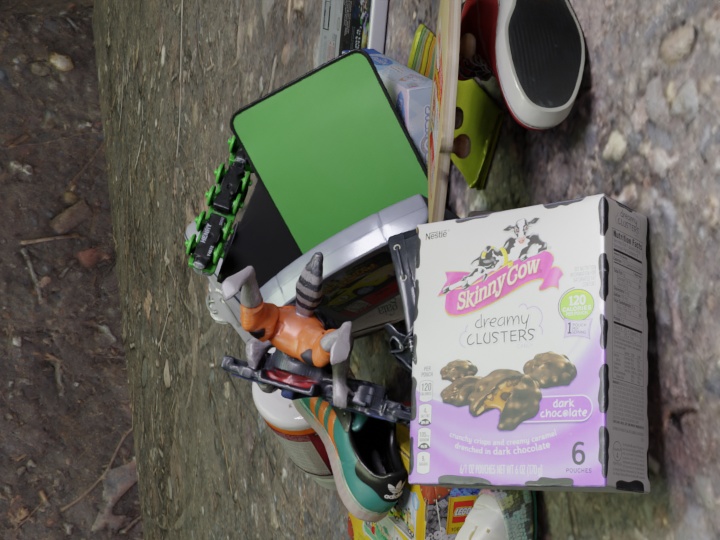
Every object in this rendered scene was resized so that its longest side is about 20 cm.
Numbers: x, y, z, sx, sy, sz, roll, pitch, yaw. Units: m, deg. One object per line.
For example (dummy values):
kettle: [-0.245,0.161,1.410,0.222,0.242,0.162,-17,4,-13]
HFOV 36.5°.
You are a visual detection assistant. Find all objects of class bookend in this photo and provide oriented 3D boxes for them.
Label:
bookend: [-0.072,-0.088,1.199,0.199,0.091,0.202,-93,26,-71]

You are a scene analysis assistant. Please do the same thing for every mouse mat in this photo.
mouse mat: [-0.020,-0.097,1.075,0.202,0.160,0.008,62,-162,-14]

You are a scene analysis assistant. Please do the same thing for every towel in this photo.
towel: [0.086,-0.166,1.087,0.201,0.018,0.087,-119,33,-50]

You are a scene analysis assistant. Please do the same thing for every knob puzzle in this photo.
knob puzzle: [0.078,-0.155,0.897,0.220,0.030,0.223,4,-90,-89]

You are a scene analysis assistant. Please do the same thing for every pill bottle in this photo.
pill bottle: [-0.043,0.167,1.225,0.201,0.108,0.110,67,-175,-54]

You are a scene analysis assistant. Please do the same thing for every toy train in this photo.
toy train: [-0.137,-0.081,1.143,0.057,0.041,0.202,109,179,-62]

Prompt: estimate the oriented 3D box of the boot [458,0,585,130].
boot: [0.122,-0.175,0.927,0.145,0.071,0.202,120,151,-54]

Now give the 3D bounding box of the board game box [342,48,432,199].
board game box: [0.032,-0.118,1.166,0.199,0.043,0.202,-132,37,-61]

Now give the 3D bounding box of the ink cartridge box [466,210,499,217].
ink cartridge box: [0.126,0.064,0.928,0.117,0.067,0.202,118,146,-51]

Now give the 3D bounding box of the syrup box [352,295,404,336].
syrup box: [-0.017,0.037,1.226,0.200,0.078,0.082,140,112,-75]

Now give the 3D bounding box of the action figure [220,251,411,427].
action figure: [-0.026,0.066,0.963,0.194,0.198,0.106,80,-153,-73]

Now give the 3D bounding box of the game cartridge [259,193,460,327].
game cartridge: [0.000,0.000,1.035,0.199,0.133,0.041,-31,63,20]

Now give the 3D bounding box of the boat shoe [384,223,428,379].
boat shoe: [0.052,0.059,0.915,0.075,0.061,0.203,56,-149,-79]

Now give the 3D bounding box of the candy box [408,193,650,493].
candy box: [0.122,0.058,0.803,0.166,0.071,0.203,-9,73,40]

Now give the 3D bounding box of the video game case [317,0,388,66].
video game case: [-0.014,-0.254,1.338,0.182,0.023,0.203,-141,53,-64]

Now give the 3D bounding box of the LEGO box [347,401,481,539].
LEGO box: [0.058,0.236,1.100,0.200,0.076,0.151,-148,60,-65]

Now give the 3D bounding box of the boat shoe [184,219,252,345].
boat shoe: [-0.145,0.036,1.254,0.201,0.067,0.074,51,-169,-10]

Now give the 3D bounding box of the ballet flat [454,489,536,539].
ballet flat: [0.118,0.261,0.954,0.069,0.070,0.203,171,98,-69]

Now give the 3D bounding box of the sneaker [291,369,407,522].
sneaker: [-0.008,0.138,1.062,0.201,0.071,0.080,61,139,26]
